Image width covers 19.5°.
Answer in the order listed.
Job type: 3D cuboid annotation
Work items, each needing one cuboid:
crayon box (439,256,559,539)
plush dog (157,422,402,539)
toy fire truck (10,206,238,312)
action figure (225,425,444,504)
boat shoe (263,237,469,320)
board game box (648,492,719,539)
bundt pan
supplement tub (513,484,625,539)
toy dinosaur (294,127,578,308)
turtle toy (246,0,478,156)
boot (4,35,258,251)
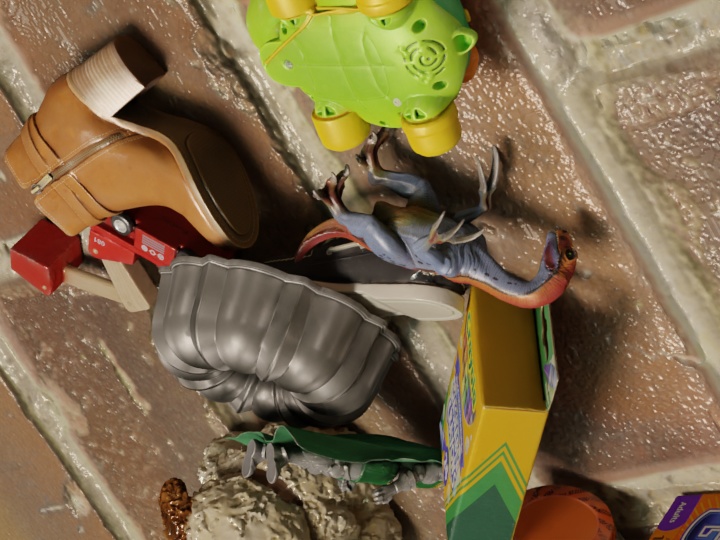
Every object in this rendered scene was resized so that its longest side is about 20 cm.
[{"bbox_3d":[0.099,0.100,1.551,0.052,0.126,0.200,5,135,-6],"label":"crayon box"},{"bbox_3d":[-0.070,0.197,1.735,0.200,0.172,0.161,31,138,15],"label":"plush dog"},{"bbox_3d":[-0.198,-0.012,1.753,0.200,0.049,0.141,29,138,15],"label":"toy fire truck"},{"bbox_3d":[0.007,0.154,1.654,0.118,0.200,0.055,5,88,60],"label":"action figure"},{"bbox_3d":[0.000,0.000,1.598,0.200,0.060,0.074,0,160,44],"label":"boat shoe"},{"bbox_3d":[0.307,0.296,1.497,0.200,0.200,0.200,-9,119,43],"label":"board game box"},{"bbox_3d":[-0.073,0.065,1.631,0.202,0.076,0.202,15,160,6],"label":"bundt pan"},{"bbox_3d":[0.159,0.275,1.659,0.122,0.123,0.200,14,132,30],"label":"supplement tub"},{"bbox_3d":[0.064,-0.025,1.500,0.181,0.105,0.200,42,151,9],"label":"toy dinosaur"},{"bbox_3d":[-0.002,-0.163,1.425,0.200,0.101,0.146,6,131,36],"label":"turtle toy"},{"bbox_3d":[-0.181,-0.067,1.646,0.155,0.074,0.200,-39,82,30],"label":"boot"}]
